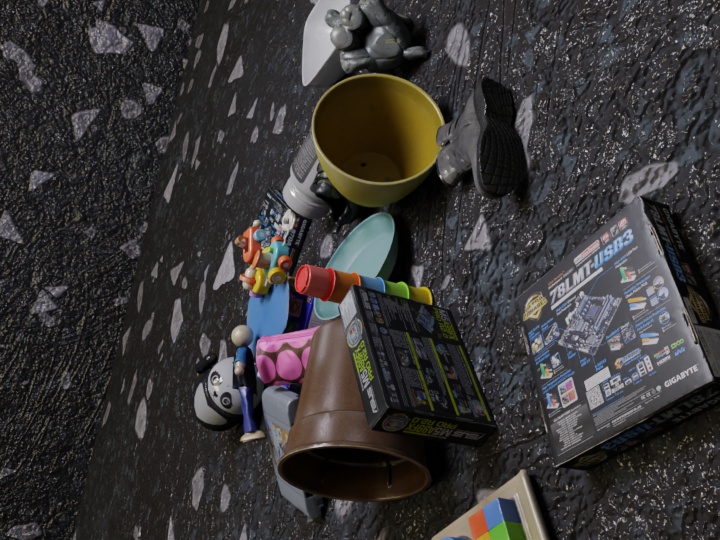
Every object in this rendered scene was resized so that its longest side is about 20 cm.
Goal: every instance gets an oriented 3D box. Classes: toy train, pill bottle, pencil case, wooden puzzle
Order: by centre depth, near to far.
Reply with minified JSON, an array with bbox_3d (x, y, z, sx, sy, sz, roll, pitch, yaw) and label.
[{"bbox_3d":[0.138,0.342,0.821,0.200,0.046,0.186,-54,34,37],"label":"wooden puzzle"},{"bbox_3d":[-0.078,0.130,1.213,0.199,0.094,0.091,-14,43,27],"label":"pencil case"},{"bbox_3d":[-0.178,-0.035,1.328,0.200,0.055,0.152,-22,64,59],"label":"toy train"},{"bbox_3d":[-0.061,-0.198,1.393,0.200,0.112,0.114,-54,34,35],"label":"pill bottle"}]

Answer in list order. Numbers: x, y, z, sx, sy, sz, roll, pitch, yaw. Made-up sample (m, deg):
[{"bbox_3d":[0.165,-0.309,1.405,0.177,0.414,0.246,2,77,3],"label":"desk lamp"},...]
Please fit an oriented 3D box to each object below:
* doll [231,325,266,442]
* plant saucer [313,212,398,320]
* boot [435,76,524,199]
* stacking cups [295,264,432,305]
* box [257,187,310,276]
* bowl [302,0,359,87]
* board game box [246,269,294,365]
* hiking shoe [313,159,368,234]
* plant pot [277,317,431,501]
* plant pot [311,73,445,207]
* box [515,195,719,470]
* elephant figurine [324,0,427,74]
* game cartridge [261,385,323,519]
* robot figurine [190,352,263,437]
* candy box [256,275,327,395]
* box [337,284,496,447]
[{"bbox_3d":[-0.200,0.195,1.328,0.137,0.048,0.202,105,156,-75],"label":"doll"},{"bbox_3d":[0.000,0.000,1.218,0.200,0.036,0.201,-44,25,27],"label":"plant saucer"},{"bbox_3d":[0.153,-0.149,1.024,0.132,0.069,0.201,-47,27,48],"label":"boot"},{"bbox_3d":[0.003,0.035,1.061,0.060,0.199,0.061,-36,48,54],"label":"stacking cups"},{"bbox_3d":[-0.180,-0.075,1.636,0.200,0.046,0.160,44,117,60],"label":"box"},{"bbox_3d":[-0.043,-0.483,1.541,0.200,0.074,0.201,-41,43,50],"label":"bowl"},{"bbox_3d":[-0.149,0.075,1.350,0.201,0.039,0.159,-59,36,39],"label":"board game box"},{"bbox_3d":[-0.038,-0.165,1.269,0.075,0.101,0.201,-2,117,28],"label":"hiking shoe"},{"bbox_3d":[-0.003,0.183,1.027,0.200,0.199,0.200,-43,35,47],"label":"plant pot"},{"bbox_3d":[0.023,-0.178,1.174,0.142,0.198,0.202,99,172,-63],"label":"plant pot"},{"bbox_3d":[0.246,0.065,0.745,0.200,0.049,0.200,-48,37,43],"label":"box"},{"bbox_3d":[0.021,-0.417,1.339,0.141,0.156,0.200,-27,14,11],"label":"elephant figurine"},{"bbox_3d":[-0.116,0.296,1.259,0.133,0.041,0.202,1,104,59],"label":"game cartridge"},{"bbox_3d":[-0.281,0.260,1.580,0.200,0.149,0.126,-43,28,47],"label":"robot figurine"},{"bbox_3d":[-0.106,0.120,1.367,0.169,0.077,0.202,14,88,64],"label":"candy box"},{"bbox_3d":[0.066,0.116,0.946,0.044,0.159,0.201,-55,34,31],"label":"box"}]
